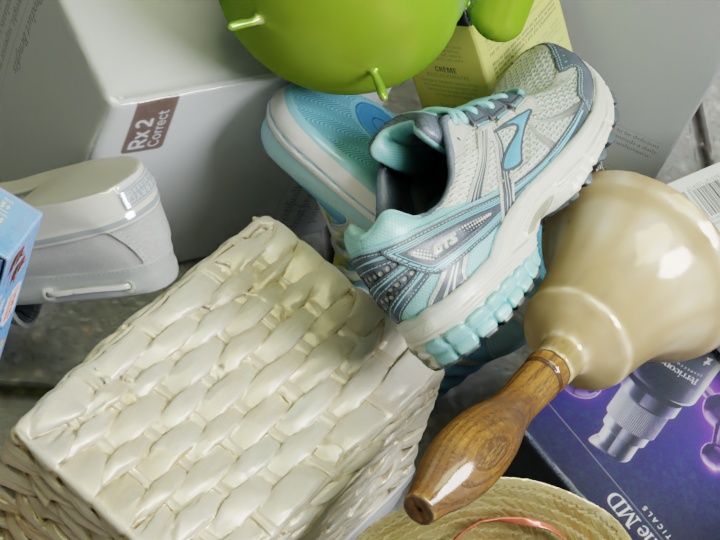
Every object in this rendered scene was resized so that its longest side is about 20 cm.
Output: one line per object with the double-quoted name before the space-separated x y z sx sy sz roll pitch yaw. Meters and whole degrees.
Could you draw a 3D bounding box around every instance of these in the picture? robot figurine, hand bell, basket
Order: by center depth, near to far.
"hand bell" 0.079 0.048 1.217 0.104 0.104 0.200 37 47 9
"robot figurine" 0.002 -0.165 1.272 0.175 0.116 0.200 22 53 -4
"basket" -0.070 0.090 1.276 0.136 0.123 0.200 40 55 11

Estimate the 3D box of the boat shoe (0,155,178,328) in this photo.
"boat shoe" -0.171 -0.003 1.300 0.069 0.200 0.072 68 29 -17

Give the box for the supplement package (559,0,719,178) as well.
"supplement package" 0.137 -0.140 1.448 0.117 0.200 0.117 26 53 0

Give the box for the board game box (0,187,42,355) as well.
"board game box" -0.230 0.002 1.236 0.151 0.200 0.037 31 54 4

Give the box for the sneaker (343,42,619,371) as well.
"sneaker" 0.053 -0.051 1.252 0.086 0.078 0.200 45 42 -18

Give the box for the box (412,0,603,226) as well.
"box" 0.076 -0.073 1.390 0.050 0.200 0.075 11 46 36

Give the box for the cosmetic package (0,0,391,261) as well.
"cosmetic package" -0.105 -0.126 1.385 0.165 0.165 0.200 -14 63 -26

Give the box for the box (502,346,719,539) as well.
"box" 0.165 0.099 1.355 0.200 0.104 0.148 -30 71 -32

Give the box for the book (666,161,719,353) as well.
"book" 0.239 0.024 1.338 0.134 0.048 0.200 -22 65 -27

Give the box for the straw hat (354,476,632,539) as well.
"straw hat" 0.039 0.175 1.267 0.201 0.201 0.085 2 17 -16

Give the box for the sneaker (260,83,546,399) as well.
"sneaker" 0.000 0.000 1.338 0.200 0.131 0.080 36 29 -29
